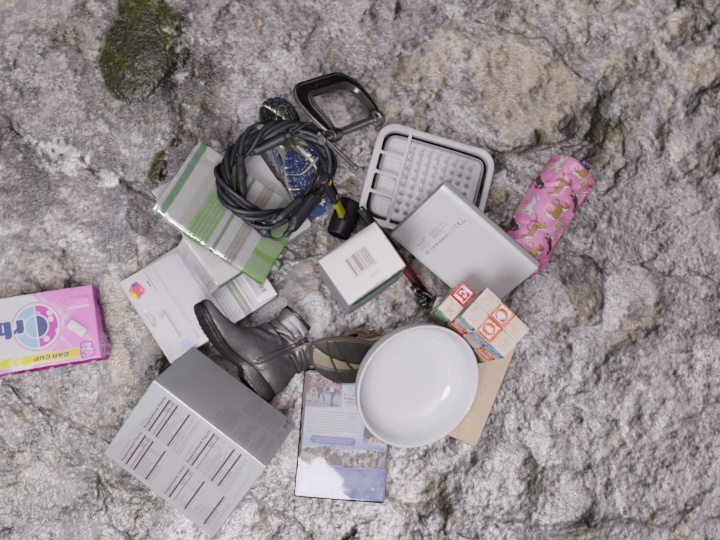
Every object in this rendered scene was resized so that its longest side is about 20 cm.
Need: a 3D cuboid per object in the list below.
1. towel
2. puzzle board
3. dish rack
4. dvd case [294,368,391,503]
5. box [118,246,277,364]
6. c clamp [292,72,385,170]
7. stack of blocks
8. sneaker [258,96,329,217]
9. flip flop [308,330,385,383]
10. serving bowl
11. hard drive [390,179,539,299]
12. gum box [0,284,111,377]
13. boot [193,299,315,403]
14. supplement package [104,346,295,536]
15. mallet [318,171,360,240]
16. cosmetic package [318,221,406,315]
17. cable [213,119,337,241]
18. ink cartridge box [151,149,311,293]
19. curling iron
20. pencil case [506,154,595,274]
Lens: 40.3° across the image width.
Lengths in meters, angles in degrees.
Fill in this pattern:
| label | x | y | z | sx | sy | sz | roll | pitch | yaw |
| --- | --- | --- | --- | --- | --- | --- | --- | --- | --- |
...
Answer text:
| label | x | y | z | sx | sy | sz | roll | pitch | yaw |
| --- | --- | --- | --- | --- | --- | --- | --- | --- | --- |
| towel | -0.201 | -0.086 | 1.497 | 0.200 | 0.031 | 0.150 | 35 | 61 | -13 |
| puzzle board | 0.154 | 0.162 | 1.580 | 0.150 | 0.017 | 0.201 | 23 | 80 | 0 |
| dish rack | 0.107 | -0.135 | 1.604 | 0.199 | 0.044 | 0.172 | 15 | 80 | -2 |
| dvd case | -0.026 | 0.260 | 1.546 | 0.142 | 0.018 | 0.201 | 4 | 81 | 1 |
| box | -0.255 | 0.031 | 1.554 | 0.200 | 0.041 | 0.156 | -34 | 85 | -9 |
| c clamp | -0.025 | -0.244 | 1.560 | 0.171 | 0.027 | 0.200 | 43 | 38 | 5 |
| stack of blocks | 0.174 | 0.077 | 1.485 | 0.115 | 0.200 | 0.059 | 43 | 82 | 2 |
| sneaker | -0.104 | -0.177 | 1.574 | 0.077 | 0.085 | 0.201 | -21 | 85 | -15 |
| flip flop | 0.014 | 0.124 | 1.544 | 0.199 | 0.058 | 0.081 | -9 | 117 | -16 |
| serving bowl | 0.079 | 0.169 | 1.512 | 0.199 | 0.066 | 0.201 | -6 | 108 | -19 |
| hard drive | 0.164 | -0.035 | 1.544 | 0.200 | 0.027 | 0.132 | 40 | 124 | -10 |
| gum box | -0.489 | 0.094 | 1.513 | 0.199 | 0.066 | 0.114 | -9 | 82 | -6 |
| boot | -0.157 | 0.095 | 1.520 | 0.132 | 0.070 | 0.200 | -41 | 110 | -16 |
| supplement package | -0.233 | 0.248 | 1.446 | 0.200 | 0.152 | 0.151 | 37 | 109 | 1 |
| mallet | -0.034 | -0.115 | 1.516 | 0.041 | 0.200 | 0.066 | 19 | 70 | 14 |
| cosmetic package | 0.000 | 0.000 | 1.496 | 0.107 | 0.200 | 0.085 | -35 | 84 | -3 |
| cable | -0.127 | -0.152 | 1.501 | 0.163 | 0.051 | 0.200 | 34 | 71 | 2 |
| ink cartridge box | -0.204 | -0.089 | 1.535 | 0.200 | 0.045 | 0.177 | -35 | 87 | -33 |
| curling iron | 0.060 | -0.022 | 1.566 | 0.026 | 0.050 | 0.200 | -34 | 97 | 2 |
| pencil case | 0.303 | -0.091 | 1.596 | 0.083 | 0.086 | 0.200 | 41 | 79 | -37 |
